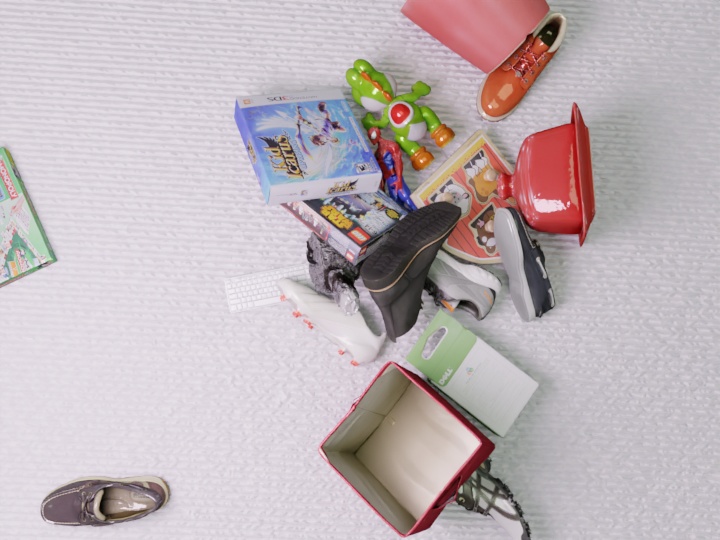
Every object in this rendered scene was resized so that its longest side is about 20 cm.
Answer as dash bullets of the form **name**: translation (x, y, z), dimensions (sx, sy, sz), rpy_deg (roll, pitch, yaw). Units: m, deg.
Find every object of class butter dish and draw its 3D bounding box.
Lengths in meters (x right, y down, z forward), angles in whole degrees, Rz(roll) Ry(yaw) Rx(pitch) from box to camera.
- **butter dish**: translation (0.288, -0.138, 1.250), dimensions (0.146, 0.200, 0.202), rpy_deg (-5, 84, 12)

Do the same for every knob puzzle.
- **knob puzzle**: translation (0.202, -0.100, 1.285), dimensions (0.217, 0.030, 0.223), rpy_deg (2, 84, -21)

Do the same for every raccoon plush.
- **raccoon plush**: translation (0.000, 0.000, 1.229), dimensions (0.132, 0.097, 0.201), rpy_deg (-9, 49, -21)

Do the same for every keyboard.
- **keyboard**: translation (-0.120, 0.023, 1.294), dimensions (0.197, 0.011, 0.057), rpy_deg (-11, 85, -3)

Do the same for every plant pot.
- **plant pot**: translation (0.192, -0.429, 1.270), dimensions (0.177, 0.200, 0.201), rpy_deg (43, 84, -7)

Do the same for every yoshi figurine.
- **yoshi figurine**: translation (0.056, -0.263, 1.298), dimensions (0.200, 0.112, 0.113), rpy_deg (44, 54, -9)

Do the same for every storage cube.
- **storage cube**: translation (0.074, 0.263, 1.165), dimensions (0.200, 0.180, 0.171), rpy_deg (40, 90, 21)

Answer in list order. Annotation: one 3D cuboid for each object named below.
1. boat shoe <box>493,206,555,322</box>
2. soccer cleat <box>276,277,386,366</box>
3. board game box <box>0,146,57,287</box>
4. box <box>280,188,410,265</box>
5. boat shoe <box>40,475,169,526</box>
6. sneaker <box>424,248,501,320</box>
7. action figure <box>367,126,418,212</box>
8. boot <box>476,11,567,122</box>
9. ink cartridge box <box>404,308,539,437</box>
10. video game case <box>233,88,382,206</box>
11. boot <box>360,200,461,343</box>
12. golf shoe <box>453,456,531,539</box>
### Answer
- **boat shoe**: translation (0.263, -0.016, 1.265), dimensions (0.060, 0.076, 0.202), rpy_deg (-23, 119, -12)
- **soccer cleat**: translation (-0.047, 0.070, 1.269), dimensions (0.200, 0.069, 0.078), rpy_deg (41, 79, -6)
- **board game box**: translation (-0.590, -0.078, 1.273), dimensions (0.133, 0.029, 0.202), rpy_deg (-25, 86, -6)
- **box**: translation (-0.035, -0.107, 1.232), dimensions (0.199, 0.040, 0.137), rpy_deg (39, 46, 18)
- **boat shoe**: translation (-0.398, 0.354, 1.222), dimensions (0.197, 0.065, 0.074), rpy_deg (-10, 87, -3)
- **sneaker**: translation (0.126, 0.016, 1.268), dimensions (0.198, 0.074, 0.080), rpy_deg (22, 70, -1)
- **action figure**: translation (0.057, -0.137, 1.282), dimensions (0.051, 0.065, 0.202), rpy_deg (-21, 91, -27)
- **boot**: translation (0.264, -0.336, 1.299), dimensions (0.075, 0.107, 0.201), rpy_deg (37, 86, 0)
- **ink cartridge box**: translation (0.174, 0.163, 1.270), dimensions (0.199, 0.059, 0.104), rpy_deg (37, 84, 1)
- **video game case**: translation (-0.084, -0.197, 1.230), dimensions (0.179, 0.046, 0.201), rpy_deg (-10, 54, -21)
- **boot**: translation (0.087, 0.000, 1.214), dimensions (0.199, 0.077, 0.139), rpy_deg (-39, 132, -23)
- **golf shoe**: translation (0.190, 0.356, 1.249), dimensions (0.094, 0.078, 0.201), rpy_deg (-33, 76, -2)
